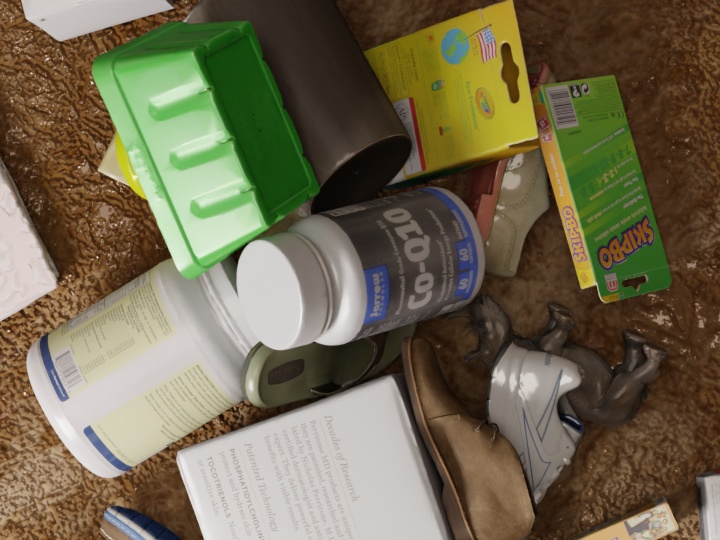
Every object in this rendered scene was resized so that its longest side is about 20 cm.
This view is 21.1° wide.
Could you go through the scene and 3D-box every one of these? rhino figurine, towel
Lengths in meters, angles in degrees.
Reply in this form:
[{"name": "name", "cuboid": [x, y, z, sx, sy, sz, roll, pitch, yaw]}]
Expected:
[{"name": "rhino figurine", "cuboid": [0.169, 0.076, 1.732, 0.199, 0.060, 0.088, 20, 100, 11]}, {"name": "towel", "cuboid": [-0.405, -0.029, 1.823, 0.191, 0.032, 0.200, -27, 85, 4]}]

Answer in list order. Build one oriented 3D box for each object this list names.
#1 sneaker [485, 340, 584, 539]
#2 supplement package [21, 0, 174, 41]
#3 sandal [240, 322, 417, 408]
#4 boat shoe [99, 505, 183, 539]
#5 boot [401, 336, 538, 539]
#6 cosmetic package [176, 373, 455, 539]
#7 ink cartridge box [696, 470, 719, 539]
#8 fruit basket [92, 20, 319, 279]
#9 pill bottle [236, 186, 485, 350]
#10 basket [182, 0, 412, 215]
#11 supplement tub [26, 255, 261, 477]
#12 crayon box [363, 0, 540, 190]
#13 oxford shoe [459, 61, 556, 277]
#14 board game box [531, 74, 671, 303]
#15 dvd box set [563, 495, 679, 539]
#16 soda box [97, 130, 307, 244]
[{"name": "sneaker", "cuboid": [0.150, 0.163, 1.698, 0.087, 0.075, 0.201, 8, 113, 12]}, {"name": "supplement package", "cuboid": [-0.262, -0.330, 1.776, 0.121, 0.120, 0.201, -15, 85, 5]}, {"name": "sandal", "cuboid": [-0.018, 0.077, 1.708, 0.057, 0.201, 0.080, 13, 118, 43]}, {"name": "boat shoe", "cuboid": [-0.167, 0.295, 1.756, 0.200, 0.072, 0.072, 38, 94, 7]}, {"name": "boot", "cuboid": [0.092, 0.143, 1.653, 0.075, 0.074, 0.200, -23, 81, 13]}, {"name": "cosmetic package", "cuboid": [-0.030, 0.200, 1.696, 0.199, 0.167, 0.167, -20, 85, 5]}, {"name": "ink cartridge box", "cuboid": [0.404, 0.252, 1.707, 0.199, 0.050, 0.163, -4, 86, -1]}, {"name": "fruit basket", "cuboid": [-0.156, -0.105, 1.645, 0.215, 0.155, 0.216, 13, 118, 26]}, {"name": "pill bottle", "cuboid": [0.000, 0.000, 1.659, 0.200, 0.114, 0.114, -16, 84, -37]}, {"name": "basket", "cuboid": [-0.055, -0.155, 1.711, 0.180, 0.136, 0.200, -45, 70, 19]}, {"name": "supplement tub", "cuboid": [-0.181, 0.079, 1.732, 0.200, 0.145, 0.145, -31, 84, 4]}, {"name": "crayon box", "cuboid": [0.082, -0.153, 1.708, 0.200, 0.051, 0.127, -14, 85, 43]}, {"name": "oxford shoe", "cuboid": [0.141, -0.090, 1.752, 0.074, 0.071, 0.200, 25, 85, -23]}, {"name": "board game box", "cuboid": [0.215, -0.072, 1.723, 0.095, 0.030, 0.201, -11, 81, -38]}, {"name": "dvd box set", "cuboid": [0.180, 0.250, 1.678, 0.200, 0.146, 0.029, -24, 82, 6]}, {"name": "soda box", "cuboid": [-0.136, -0.077, 1.776, 0.200, 0.064, 0.068, 26, 91, 7]}]
